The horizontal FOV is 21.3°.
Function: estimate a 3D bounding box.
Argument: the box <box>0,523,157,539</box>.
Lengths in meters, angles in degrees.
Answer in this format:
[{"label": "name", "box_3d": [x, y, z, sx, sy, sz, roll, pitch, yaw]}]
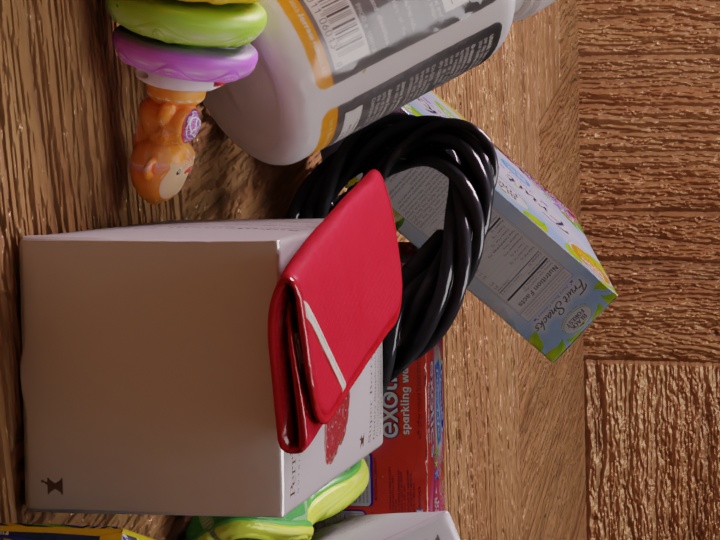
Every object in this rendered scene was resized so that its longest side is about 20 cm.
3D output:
[{"label": "box", "box_3d": [-0.106, 0.158, 0.855, 0.200, 0.064, 0.070, 50, 43, -72]}]

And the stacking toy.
[{"label": "stacking toy", "box_3d": [-0.083, -0.126, 0.902, 0.116, 0.109, 0.201, -43, 145, -68]}]

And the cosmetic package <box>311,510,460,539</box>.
[{"label": "cosmetic package", "box_3d": [0.009, 0.199, 1.103, 0.102, 0.071, 0.200, 68, -18, 2]}]

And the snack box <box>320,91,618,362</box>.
[{"label": "snack box", "box_3d": [0.063, -0.051, 1.245, 0.068, 0.200, 0.169, -48, -164, 13]}]

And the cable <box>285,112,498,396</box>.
[{"label": "cable", "box_3d": [0.000, 0.000, 1.042, 0.051, 0.200, 0.163, 34, 18, -30]}]

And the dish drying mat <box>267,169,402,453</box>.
[{"label": "dish drying mat", "box_3d": [-0.007, 0.013, 0.844, 0.200, 0.018, 0.077, -51, 136, -71]}]

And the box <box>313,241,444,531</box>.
[{"label": "box", "box_3d": [0.002, 0.084, 1.245, 0.095, 0.099, 0.201, -43, 132, -77]}]

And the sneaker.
[{"label": "sneaker", "box_3d": [-0.058, 0.119, 1.095, 0.084, 0.074, 0.200, 65, 18, -1]}]

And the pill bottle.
[{"label": "pill bottle", "box_3d": [0.010, -0.147, 1.023, 0.200, 0.116, 0.117, -30, 131, -27]}]

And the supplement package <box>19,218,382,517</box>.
[{"label": "supplement package", "box_3d": [-0.066, 0.039, 0.893, 0.200, 0.119, 0.122, -18, 108, -76]}]
